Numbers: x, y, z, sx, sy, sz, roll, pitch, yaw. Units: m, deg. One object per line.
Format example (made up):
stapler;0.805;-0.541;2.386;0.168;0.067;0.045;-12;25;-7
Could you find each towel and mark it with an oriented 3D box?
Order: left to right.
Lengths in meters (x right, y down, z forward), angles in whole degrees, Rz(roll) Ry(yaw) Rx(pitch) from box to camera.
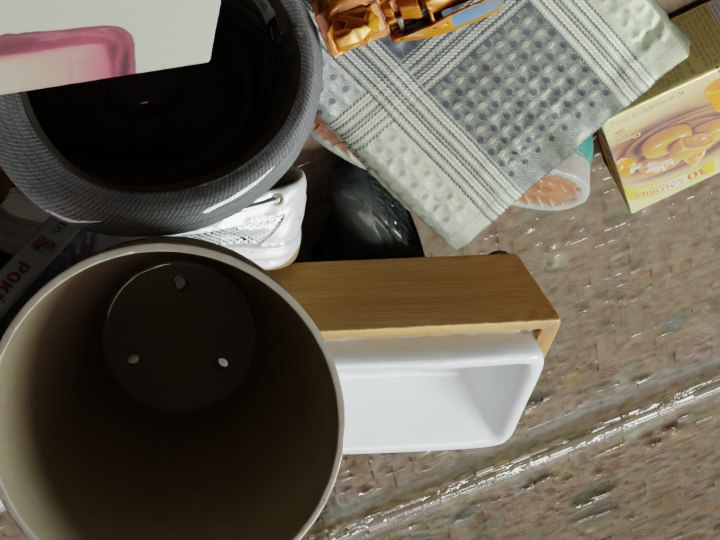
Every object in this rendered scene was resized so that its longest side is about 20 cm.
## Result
towel;0.060;-0.132;1.369;0.192;0.035;0.200;-40;116;12

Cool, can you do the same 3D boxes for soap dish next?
soap dish;0.013;0.053;1.516;0.198;0.082;0.158;-3;154;-9

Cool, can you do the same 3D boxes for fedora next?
fedora;-0.122;-0.101;1.285;0.199;0.178;0.090;-23;179;-23

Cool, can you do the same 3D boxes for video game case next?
video game case;-0.206;0.076;1.342;0.182;0.023;0.201;-53;165;-44

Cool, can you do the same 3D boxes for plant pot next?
plant pot;-0.104;0.059;1.321;0.186;0.188;0.200;-25;-169;3

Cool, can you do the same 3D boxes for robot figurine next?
robot figurine;0.058;-0.194;1.283;0.199;0.058;0.146;-22;119;3

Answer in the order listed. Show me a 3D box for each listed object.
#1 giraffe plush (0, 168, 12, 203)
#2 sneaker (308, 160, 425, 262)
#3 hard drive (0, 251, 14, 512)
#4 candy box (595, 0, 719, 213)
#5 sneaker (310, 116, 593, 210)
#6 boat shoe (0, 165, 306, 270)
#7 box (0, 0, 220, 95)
giraffe plush;-0.265;-0.013;1.284;0.199;0.163;0.173;-4;143;-29
sneaker;0.000;0.000;1.562;0.090;0.076;0.200;-18;146;2
hard drive;-0.210;0.069;1.471;0.139;0.038;0.201;-20;141;-57
candy box;0.244;-0.125;1.549;0.199;0.056;0.116;-26;148;2
sneaker;0.050;-0.100;1.461;0.199;0.080;0.071;17;151;-21
boat shoe;-0.126;-0.043;1.427;0.199;0.071;0.070;-2;125;-25
box;-0.176;-0.165;1.157;0.199;0.128;0.109;-10;146;-20
